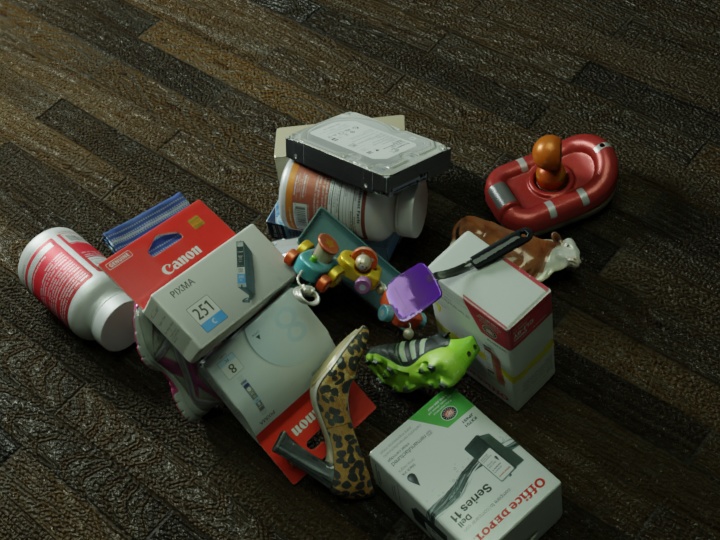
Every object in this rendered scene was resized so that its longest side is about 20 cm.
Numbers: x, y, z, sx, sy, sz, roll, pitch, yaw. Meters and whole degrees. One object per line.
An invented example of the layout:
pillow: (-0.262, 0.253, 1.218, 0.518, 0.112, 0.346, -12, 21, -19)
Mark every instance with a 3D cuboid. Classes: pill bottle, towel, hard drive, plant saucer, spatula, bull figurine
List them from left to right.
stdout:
pill bottle: (-0.401, 0.030, 1.637, 0.112, 0.113, 0.199, -41, 56, -21)
towel: (-0.225, -0.004, 1.468, 0.200, 0.024, 0.144, 48, 50, 9)
pill bottle: (-0.009, -0.102, 1.614, 0.198, 0.113, 0.113, 9, 54, 16)
plant saucer: (0.000, 0.000, 1.574, 0.200, 0.019, 0.070, 40, 61, -12)
hard drive: (0.010, -0.167, 1.577, 0.199, 0.038, 0.139, 27, 39, 37)
spatula: (0.124, -0.005, 1.369, 0.199, 0.021, 0.057, -26, 66, -10)
bull figurine: (0.212, -0.014, 1.589, 0.199, 0.065, 0.122, 21, 63, 28)

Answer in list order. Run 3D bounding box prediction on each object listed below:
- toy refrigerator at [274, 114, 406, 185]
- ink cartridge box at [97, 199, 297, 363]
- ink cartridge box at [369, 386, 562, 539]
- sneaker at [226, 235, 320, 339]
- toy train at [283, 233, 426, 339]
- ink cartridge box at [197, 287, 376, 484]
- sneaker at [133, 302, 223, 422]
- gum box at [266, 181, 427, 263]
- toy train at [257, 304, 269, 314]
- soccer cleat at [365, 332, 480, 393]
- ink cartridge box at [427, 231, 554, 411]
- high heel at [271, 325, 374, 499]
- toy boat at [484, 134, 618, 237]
toy refrigerator: (-0.027, -0.178, 1.705, 0.198, 0.070, 0.076, -5, 42, 4)
ink cartridge box: (-0.205, -0.002, 1.438, 0.176, 0.045, 0.200, 44, 47, 6)
ink cartridge box: (0.130, 0.261, 1.375, 0.146, 0.083, 0.200, -38, 55, -19)
sneaker: (-0.136, 0.015, 1.635, 0.199, 0.078, 0.140, -28, 31, 4)
toy train: (-0.001, 0.012, 1.477, 0.199, 0.056, 0.151, 16, 29, -31)
ink cartridge box: (-0.089, 0.150, 1.459, 0.160, 0.047, 0.200, -40, 91, -22)
sneaker: (-0.231, 0.106, 1.485, 0.088, 0.201, 0.082, -23, 34, 9)
gum box: (-0.019, -0.105, 1.717, 0.198, 0.045, 0.171, 13, 56, 20)
toy train: (-0.189, 0.062, 1.531, 0.199, 0.056, 0.151, -28, 89, 6)
soccer cleat: (0.080, 0.117, 1.468, 0.081, 0.068, 0.199, -40, 18, -28)
ink cartridge box: (0.171, 0.069, 1.446, 0.083, 0.201, 0.145, -41, 56, -18)
high heel: (-0.004, 0.184, 1.432, 0.142, 0.071, 0.201, 33, 83, -6)
toy boat: (0.280, -0.144, 1.638, 0.198, 0.131, 0.131, -22, 52, -7)
